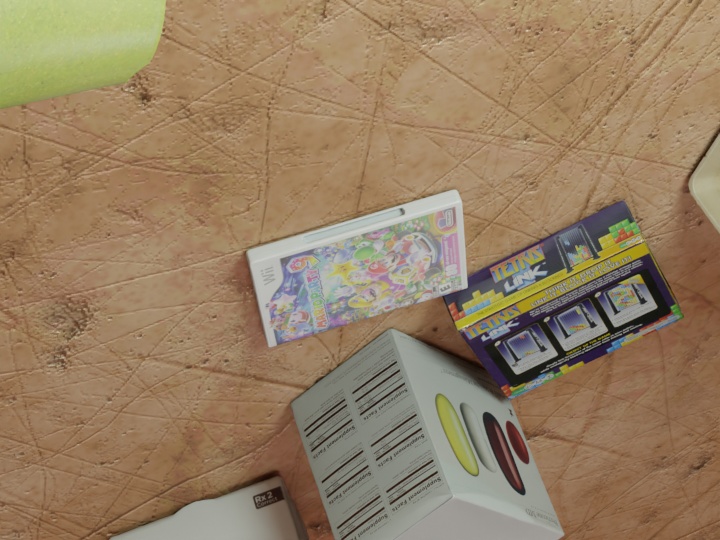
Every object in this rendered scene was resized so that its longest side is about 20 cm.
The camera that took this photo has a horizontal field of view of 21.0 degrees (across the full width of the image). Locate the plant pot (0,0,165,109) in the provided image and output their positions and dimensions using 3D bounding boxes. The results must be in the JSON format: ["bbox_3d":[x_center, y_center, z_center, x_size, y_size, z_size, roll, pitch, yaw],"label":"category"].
[{"bbox_3d":[-0.239,-0.185,1.290,0.184,0.200,0.200,-8,145,-38],"label":"plant pot"}]

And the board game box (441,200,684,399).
[{"bbox_3d":[0.200,0.032,1.908,0.200,0.057,0.165,-26,143,8],"label":"board game box"}]

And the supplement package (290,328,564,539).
[{"bbox_3d":[0.066,0.198,1.939,0.147,0.200,0.191,-38,142,24],"label":"supplement package"}]

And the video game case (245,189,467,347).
[{"bbox_3d":[0.000,0.000,1.794,0.200,0.018,0.143,-16,146,-6],"label":"video game case"}]

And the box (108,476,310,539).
[{"bbox_3d":[-0.137,0.356,2.050,0.199,0.200,0.131,-21,146,1],"label":"box"}]

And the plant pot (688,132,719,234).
[{"bbox_3d":[0.457,-0.083,1.776,0.177,0.200,0.200,-11,146,-32],"label":"plant pot"}]
